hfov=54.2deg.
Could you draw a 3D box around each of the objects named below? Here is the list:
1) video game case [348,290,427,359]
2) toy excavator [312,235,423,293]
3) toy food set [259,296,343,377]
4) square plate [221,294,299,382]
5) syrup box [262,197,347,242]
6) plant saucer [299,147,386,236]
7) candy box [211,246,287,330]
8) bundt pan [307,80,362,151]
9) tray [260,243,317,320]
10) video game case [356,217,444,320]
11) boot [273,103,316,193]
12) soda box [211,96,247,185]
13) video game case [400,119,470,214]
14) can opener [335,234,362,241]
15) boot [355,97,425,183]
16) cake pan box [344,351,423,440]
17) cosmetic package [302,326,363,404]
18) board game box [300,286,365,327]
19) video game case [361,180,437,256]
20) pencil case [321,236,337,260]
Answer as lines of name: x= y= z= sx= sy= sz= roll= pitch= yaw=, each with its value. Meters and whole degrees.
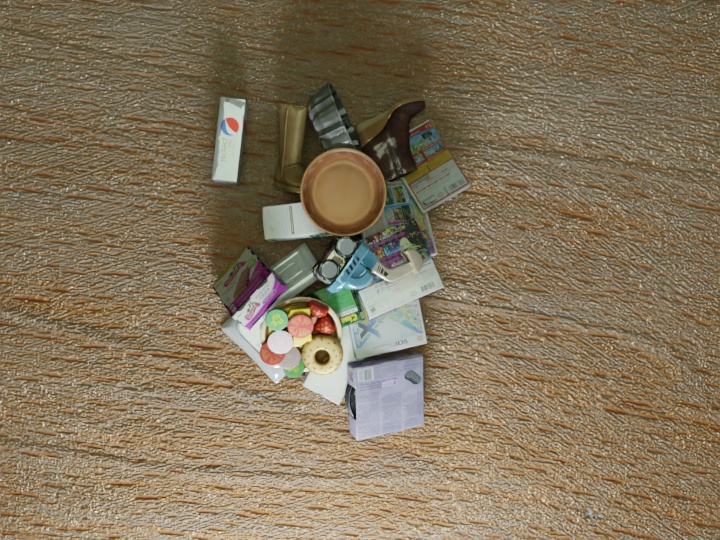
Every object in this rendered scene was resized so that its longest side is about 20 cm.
video game case: x=0.055 y=0.095 z=1.688 sx=0.180 sy=0.022 sz=0.203 roll=-12 pitch=93 yaw=-8
toy excavator: x=0.018 y=-0.007 z=1.597 sx=0.199 sy=0.100 sz=0.195 roll=38 pitch=80 yaw=-11
toy food set: x=-0.139 y=0.156 z=1.633 sx=0.195 sy=0.049 sz=0.203 roll=-5 pitch=113 yaw=-5
square plate: x=-0.210 y=0.142 z=1.746 sx=0.200 sy=0.028 sz=0.198 roll=45 pitch=87 yaw=-3
syrup box: x=-0.126 y=-0.119 z=1.675 sx=0.197 sy=0.079 sz=0.083 roll=-5 pitch=88 yaw=6
plant saucer: x=-0.040 y=-0.177 z=1.611 sx=0.197 sy=0.037 sz=0.203 roll=0 pitch=87 yaw=-4
candy box: x=-0.264 y=0.037 z=1.656 sx=0.137 sy=0.200 sz=0.061 roll=-48 pitch=121 yaw=-3
bundt pan: x=-0.064 y=-0.340 z=1.679 sx=0.075 sy=0.202 sz=0.204 roll=-23 pitch=92 yaw=10
tray: x=-0.195 y=0.024 z=1.720 sx=0.199 sy=0.022 sz=0.108 roll=-36 pitch=64 yaw=0
video game case: x=0.073 y=-0.004 z=1.659 sx=0.198 sy=0.036 sz=0.183 roll=-23 pitch=84 yaw=-9
boot: x=-0.148 y=-0.290 z=1.672 sx=0.066 sy=0.174 sz=0.203 roll=-5 pitch=107 yaw=-44
soda box: x=-0.317 y=-0.314 z=1.716 sx=0.063 sy=0.068 sz=0.203 roll=6 pitch=90 yaw=-4
video game case: x=0.163 y=-0.259 z=1.751 sx=0.142 sy=0.017 sz=0.201 roll=-30 pitch=80 yaw=-6
can opener: x=-0.073 y=-0.116 z=1.737 sx=0.198 sy=0.063 sz=0.080 roll=21 pitch=89 yaw=-4
boot: x=0.101 y=-0.318 z=1.729 sx=0.198 sy=0.072 sz=0.168 roll=-27 pitch=82 yaw=-7
cake pan box: x=0.060 y=0.303 z=1.710 sx=0.198 sy=0.052 sz=0.187 roll=-8 pitch=101 yaw=-23
cosmetic package: x=-0.052 y=0.212 z=1.729 sx=0.107 sy=0.085 sz=0.201 roll=30 pitch=89 yaw=-5
board game box: x=-0.092 y=0.099 z=1.682 sx=0.198 sy=0.023 sz=0.106 roll=-20 pitch=88 yaw=26
video game case: x=0.083 y=-0.119 z=1.730 sx=0.180 sy=0.024 sz=0.203 roll=-10 pitch=79 yaw=-18
pencil case: x=0.000 y=0.000 z=1.732 sx=0.198 sy=0.091 sz=0.094 roll=30 pitch=92 yaw=-6
